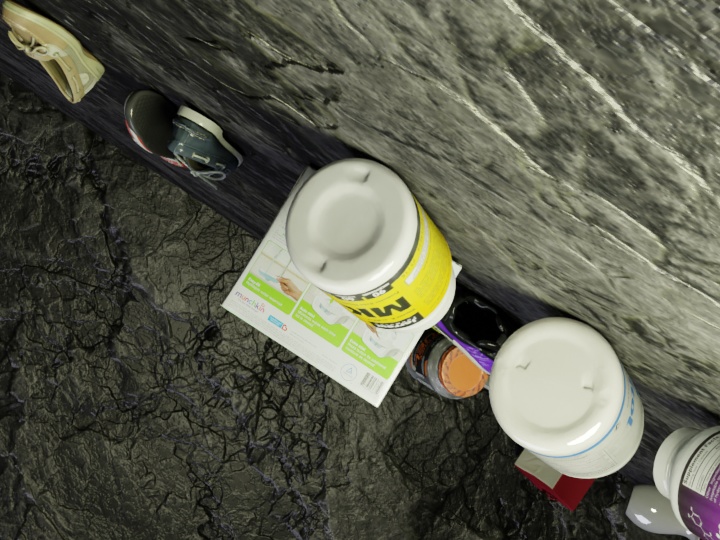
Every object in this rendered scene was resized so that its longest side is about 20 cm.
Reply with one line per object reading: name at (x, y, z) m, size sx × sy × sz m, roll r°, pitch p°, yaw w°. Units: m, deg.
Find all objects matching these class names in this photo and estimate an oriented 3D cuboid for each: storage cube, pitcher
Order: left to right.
storage cube at (0.627, 0.616, 3.006) m, size 0.170 × 0.201 × 0.180 m, roll 28°, pitch 168°, yaw 47°
pitcher at (0.832, 0.656, 2.585) m, size 0.197 × 0.123 × 0.171 m, roll 19°, pitch -173°, yaw 18°

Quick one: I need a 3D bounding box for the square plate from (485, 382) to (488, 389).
square plate at (0.392, 0.335, 2.621) m, size 0.197 × 0.029 × 0.199 m, roll 29°, pitch 174°, yaw 47°

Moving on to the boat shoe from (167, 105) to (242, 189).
boat shoe at (-0.198, -0.149, 1.203) m, size 0.074 × 0.062 × 0.200 m, roll 30°, pitch 176°, yaw 3°

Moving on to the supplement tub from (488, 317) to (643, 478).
supplement tub at (0.215, 0.135, 0.969) m, size 0.131 × 0.133 × 0.200 m, roll 29°, pitch 176°, yaw 29°

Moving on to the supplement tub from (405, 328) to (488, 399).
supplement tub at (0.167, 0.176, 1.824) m, size 0.122 × 0.124 × 0.200 m, roll 33°, pitch 175°, yaw -15°

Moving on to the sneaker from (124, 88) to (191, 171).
sneaker at (-0.284, -0.196, 1.267) m, size 0.107 × 0.068 × 0.201 m, roll 28°, pitch 177°, yaw 23°

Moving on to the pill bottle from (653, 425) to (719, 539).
pill bottle at (0.369, 0.216, 0.884) m, size 0.112 × 0.113 × 0.200 m, roll 34°, pitch 175°, yaw -25°

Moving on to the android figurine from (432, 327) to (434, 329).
android figurine at (0.077, 0.053, 1.652) m, size 0.199 × 0.041 × 0.182 m, roll 36°, pitch 175°, yaw -17°

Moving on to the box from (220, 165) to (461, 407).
box at (-0.021, 0.017, 1.028) m, size 0.198 × 0.178 × 0.097 m, roll 32°, pitch 175°, yaw -1°

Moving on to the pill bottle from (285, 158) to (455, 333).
pill bottle at (0.019, -0.012, 0.850) m, size 0.113 × 0.115 × 0.200 m, roll 30°, pitch 175°, yaw 25°

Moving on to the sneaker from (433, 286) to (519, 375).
sneaker at (0.167, 0.088, 1.195) m, size 0.199 × 0.070 × 0.099 m, roll 33°, pitch 173°, yaw -20°

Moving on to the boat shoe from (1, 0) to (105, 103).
boat shoe at (-0.391, -0.273, 1.194) m, size 0.073 × 0.064 × 0.201 m, roll 31°, pitch 176°, yaw 12°
